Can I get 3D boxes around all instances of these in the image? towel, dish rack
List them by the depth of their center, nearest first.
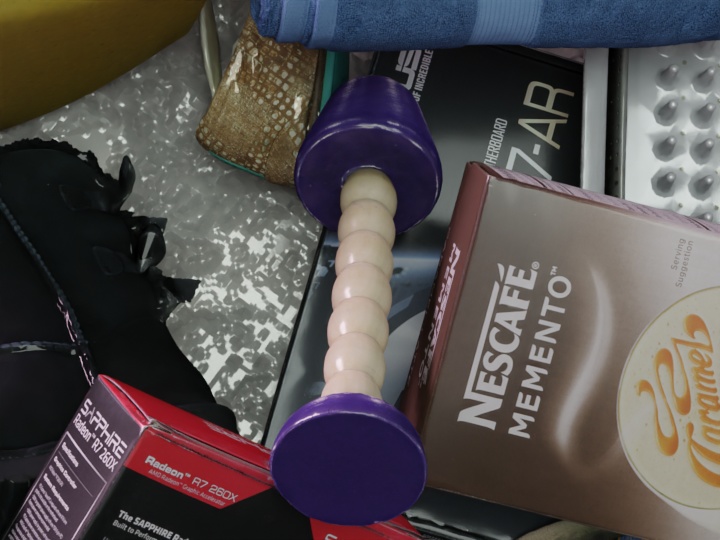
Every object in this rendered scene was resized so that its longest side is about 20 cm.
[{"bbox_3d":[0.056,-0.136,0.822,0.200,0.049,0.112,-2,80,-17],"label":"towel"},{"bbox_3d":[0.182,-0.063,0.883,0.200,0.044,0.172,4,79,-6],"label":"dish rack"}]

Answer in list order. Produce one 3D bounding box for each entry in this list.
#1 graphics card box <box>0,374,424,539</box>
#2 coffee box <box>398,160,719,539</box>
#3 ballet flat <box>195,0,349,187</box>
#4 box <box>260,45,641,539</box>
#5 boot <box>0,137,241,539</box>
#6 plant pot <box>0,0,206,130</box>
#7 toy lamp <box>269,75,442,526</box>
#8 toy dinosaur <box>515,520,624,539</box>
[{"bbox_3d":[-0.082,0.147,0.769,0.125,0.051,0.200,27,96,-34],"label":"graphics card box"},{"bbox_3d":[0.122,0.041,0.805,0.200,0.080,0.114,14,96,-4],"label":"coffee box"},{"bbox_3d":[-0.030,-0.133,0.908,0.065,0.071,0.200,6,75,10],"label":"ballet flat"},{"bbox_3d":[0.059,0.013,0.898,0.160,0.044,0.200,17,78,-3],"label":"box"},{"bbox_3d":[-0.148,0.031,0.815,0.198,0.073,0.163,-12,52,-26],"label":"boot"},{"bbox_3d":[-0.155,-0.151,0.841,0.200,0.196,0.194,-5,80,-16],"label":"plant pot"},{"bbox_3d":[0.000,0.000,0.794,0.058,0.058,0.200,10,38,-4],"label":"toy lamp"},{"bbox_3d":[0.009,0.139,0.837,0.088,0.047,0.200,43,83,-5],"label":"toy dinosaur"}]
